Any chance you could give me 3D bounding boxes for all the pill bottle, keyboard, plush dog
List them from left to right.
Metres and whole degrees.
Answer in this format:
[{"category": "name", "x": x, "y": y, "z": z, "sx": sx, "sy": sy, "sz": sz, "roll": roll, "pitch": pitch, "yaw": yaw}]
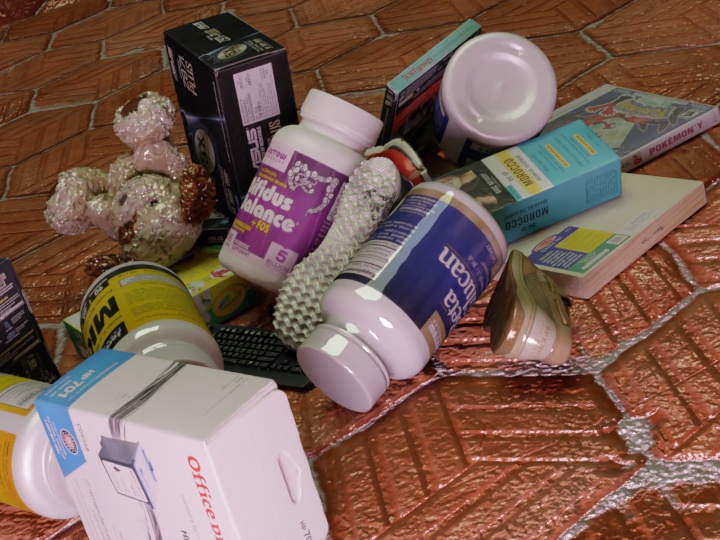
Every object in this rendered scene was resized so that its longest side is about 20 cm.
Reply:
[{"category": "pill bottle", "x": -0.283, "y": 0.151, "z": 1.187, "sx": 0.199, "sy": 0.110, "sz": 0.109, "roll": 6, "pitch": 34, "yaw": 41}, {"category": "plush dog", "x": -0.231, "y": -0.067, "z": 1.510, "sx": 0.200, "sy": 0.160, "sz": 0.172, "roll": -43, "pitch": 39, "yaw": 15}, {"category": "pill bottle", "x": -0.190, "y": 0.079, "z": 1.264, "sx": 0.114, "sy": 0.115, "sz": 0.200, "roll": -22, "pitch": 29, "yaw": -11}, {"category": "keyboard", "x": -0.088, "y": 0.067, "z": 1.343, "sx": 0.199, "sy": 0.021, "sz": 0.127, "roll": 5, "pitch": 33, "yaw": 38}, {"category": "pill bottle", "x": -0.055, "y": -0.075, "z": 1.378, "sx": 0.112, "sy": 0.112, "sz": 0.201, "roll": 25, "pitch": 91, "yaw": 56}, {"category": "pill bottle", "x": 0.035, "y": 0.025, "z": 1.216, "sx": 0.111, "sy": 0.111, "sz": 0.200, "roll": 11, "pitch": 53, "yaw": 46}, {"category": "pill bottle", "x": 0.139, "y": -0.170, "z": 1.481, "sx": 0.119, "sy": 0.120, "sz": 0.200, "roll": -20, "pitch": -8, "yaw": -5}]

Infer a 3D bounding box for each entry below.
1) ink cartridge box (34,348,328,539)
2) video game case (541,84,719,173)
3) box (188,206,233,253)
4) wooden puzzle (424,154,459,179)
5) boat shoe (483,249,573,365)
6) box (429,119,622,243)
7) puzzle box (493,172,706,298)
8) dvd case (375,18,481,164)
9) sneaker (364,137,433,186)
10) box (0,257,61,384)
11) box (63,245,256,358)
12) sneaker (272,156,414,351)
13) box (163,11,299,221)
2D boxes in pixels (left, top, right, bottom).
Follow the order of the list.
[{"category": "ink cartridge box", "x": -0.138, "y": 0.151, "z": 1.048, "sx": 0.199, "sy": 0.147, "sz": 0.086, "roll": 7, "pitch": 32, "yaw": 42}, {"category": "video game case", "x": 0.278, "y": -0.160, "z": 1.573, "sx": 0.182, "sy": 0.023, "sz": 0.200, "roll": -28, "pitch": 27, "yaw": -21}, {"category": "box", "x": -0.164, "y": -0.076, "z": 1.656, "sx": 0.157, "sy": 0.050, "sz": 0.200, "roll": 0, "pitch": 31, "yaw": 32}, {"category": "wooden puzzle", "x": 0.034, "y": -0.045, "z": 1.473, "sx": 0.199, "sy": 0.046, "sz": 0.185, "roll": -27, "pitch": 26, "yaw": -10}, {"category": "boat shoe", "x": 0.150, "y": 0.038, "z": 1.207, "sx": 0.064, "sy": 0.072, "sz": 0.200, "roll": 20, "pitch": 19, "yaw": -2}, {"category": "box", "x": 0.154, "y": -0.078, "z": 1.367, "sx": 0.199, "sy": 0.049, "sz": 0.082, "roll": -23, "pitch": 42, "yaw": -12}, {"category": "puzzle box", "x": 0.230, "y": -0.040, "z": 1.351, "sx": 0.200, "sy": 0.026, "sz": 0.133, "roll": -34, "pitch": 30, "yaw": -32}, {"category": "dvd case", "x": 0.069, "y": -0.176, "z": 1.549, "sx": 0.022, "sy": 0.200, "sz": 0.146, "roll": 38, "pitch": 60, "yaw": 19}, {"category": "sneaker", "x": 0.012, "y": -0.087, "z": 1.450, "sx": 0.085, "sy": 0.077, "sz": 0.200, "roll": -38, "pitch": 19, "yaw": -20}, {"category": "box", "x": -0.382, "y": 0.104, "z": 1.291, "sx": 0.043, "sy": 0.161, "sz": 0.200, "roll": 1, "pitch": 31, "yaw": 35}, {"category": "box", "x": -0.202, "y": 0.037, "z": 1.451, "sx": 0.200, "sy": 0.049, "sz": 0.117, "roll": -31, "pitch": 27, "yaw": -23}, {"category": "sneaker", "x": 0.001, "y": 0.000, "z": 1.306, "sx": 0.069, "sy": 0.099, "sz": 0.201, "roll": 29, "pitch": 85, "yaw": 41}, {"category": "box", "x": -0.136, "y": -0.166, "z": 1.526, "sx": 0.086, "sy": 0.201, "sz": 0.164, "roll": -21, "pitch": 32, "yaw": -19}]
